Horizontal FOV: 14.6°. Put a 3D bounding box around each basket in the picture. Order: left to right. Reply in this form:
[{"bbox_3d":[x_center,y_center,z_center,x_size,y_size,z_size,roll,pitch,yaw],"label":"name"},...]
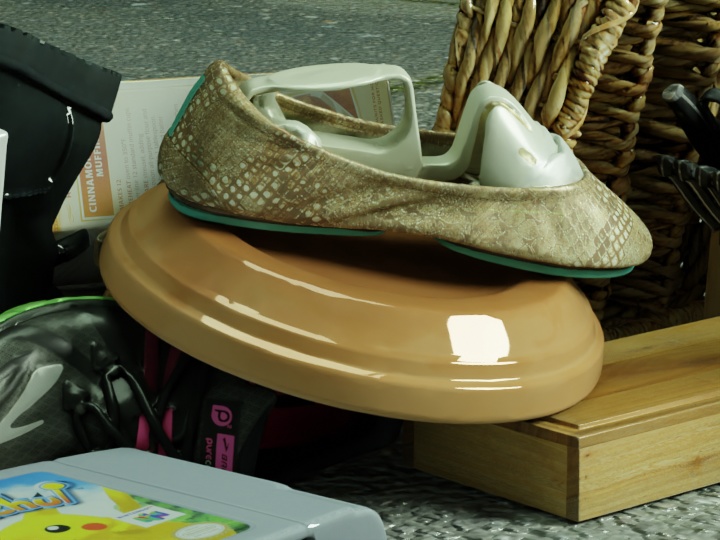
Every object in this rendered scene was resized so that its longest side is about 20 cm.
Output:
[{"bbox_3d":[0.112,-0.062,1.245,0.148,0.201,0.143,15,23,8],"label":"basket"}]

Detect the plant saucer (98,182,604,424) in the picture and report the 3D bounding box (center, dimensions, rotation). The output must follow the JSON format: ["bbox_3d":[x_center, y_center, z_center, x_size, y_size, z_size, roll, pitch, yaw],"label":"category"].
[{"bbox_3d":[0.000,0.000,1.087,0.199,0.038,0.200,13,20,-5],"label":"plant saucer"}]

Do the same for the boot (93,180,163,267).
[{"bbox_3d":[-0.023,0.017,1.209,0.097,0.075,0.200,-34,52,-29],"label":"boot"}]

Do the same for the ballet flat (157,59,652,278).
[{"bbox_3d":[0.025,-0.042,1.065,0.199,0.066,0.071,6,23,-19],"label":"ballet flat"}]

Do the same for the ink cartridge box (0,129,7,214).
[{"bbox_3d":[-0.186,0.006,0.942,0.068,0.201,0.115,24,26,40],"label":"ink cartridge box"}]

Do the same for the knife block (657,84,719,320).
[{"bbox_3d":[0.212,-0.050,1.251,0.064,0.176,0.200,20,22,41],"label":"knife block"}]

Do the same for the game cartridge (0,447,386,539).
[{"bbox_3d":[-0.104,0.100,0.921,0.133,0.041,0.200,5,13,39],"label":"game cartridge"}]

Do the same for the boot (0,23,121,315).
[{"bbox_3d":[-0.164,-0.015,1.061,0.073,0.163,0.198,15,-1,25],"label":"boot"}]

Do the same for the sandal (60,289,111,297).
[{"bbox_3d":[-0.060,0.008,1.288,0.199,0.055,0.082,-3,12,-11],"label":"sandal"}]

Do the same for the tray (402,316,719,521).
[{"bbox_3d":[0.124,0.053,1.124,0.199,0.037,0.098,-12,16,-39],"label":"tray"}]

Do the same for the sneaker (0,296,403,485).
[{"bbox_3d":[-0.073,0.050,1.054,0.199,0.077,0.084,-10,17,-24],"label":"sneaker"}]

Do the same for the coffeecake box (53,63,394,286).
[{"bbox_3d":[-0.100,-0.042,1.363,0.199,0.073,0.153,-5,-9,-21],"label":"coffeecake box"}]
